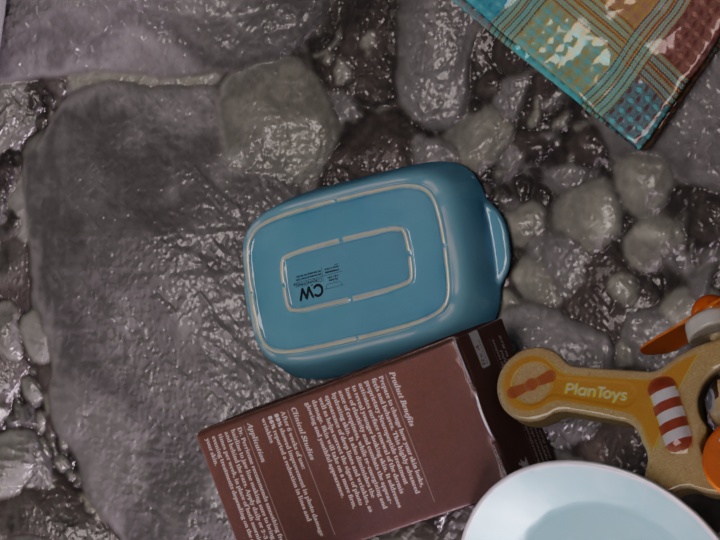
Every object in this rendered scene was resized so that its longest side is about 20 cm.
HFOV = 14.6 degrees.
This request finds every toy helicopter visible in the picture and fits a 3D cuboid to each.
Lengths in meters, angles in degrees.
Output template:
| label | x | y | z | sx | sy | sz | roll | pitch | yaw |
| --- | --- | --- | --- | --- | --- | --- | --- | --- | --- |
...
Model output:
| label | x | y | z | sx | sy | sz | roll | pitch | yaw |
| --- | --- | --- | --- | --- | --- | --- | --- | --- | --- |
| toy helicopter | 0.175 | 0.067 | 1.629 | 0.200 | 0.079 | 0.133 | 6 | 76 | 25 |

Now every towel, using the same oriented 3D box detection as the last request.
| label | x | y | z | sx | sy | sz | roll | pitch | yaw |
| --- | --- | --- | --- | --- | --- | --- | --- | --- | --- |
| towel | 0.138 | -0.186 | 1.697 | 0.200 | 0.022 | 0.147 | 42 | 110 | 26 |

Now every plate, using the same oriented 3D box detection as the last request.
| label | x | y | z | sx | sy | sz | roll | pitch | yaw |
| --- | --- | --- | --- | --- | --- | --- | --- | --- | --- |
| plate | 0.148 | 0.198 | 1.645 | 0.200 | 0.026 | 0.201 | 15 | 118 | 29 |

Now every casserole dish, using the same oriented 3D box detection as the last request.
| label | x | y | z | sx | sy | sz | roll | pitch | yaw |
| --- | --- | --- | --- | --- | --- | --- | --- | --- | --- |
| casserole dish | 0.000 | 0.000 | 1.768 | 0.200 | 0.039 | 0.121 | -14 | 81 | 32 |

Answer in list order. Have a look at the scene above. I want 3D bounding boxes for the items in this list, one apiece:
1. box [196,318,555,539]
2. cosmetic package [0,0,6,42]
| label | x | y | z | sx | sy | sz | roll | pitch | yaw |
| --- | --- | --- | --- | --- | --- | --- | --- | --- | --- |
| box | 0.008 | 0.109 | 1.728 | 0.200 | 0.075 | 0.100 | -20 | 90 | 31 |
| cosmetic package | -0.355 | -0.187 | 1.923 | 0.166 | 0.167 | 0.201 | 10 | 94 | 32 |
